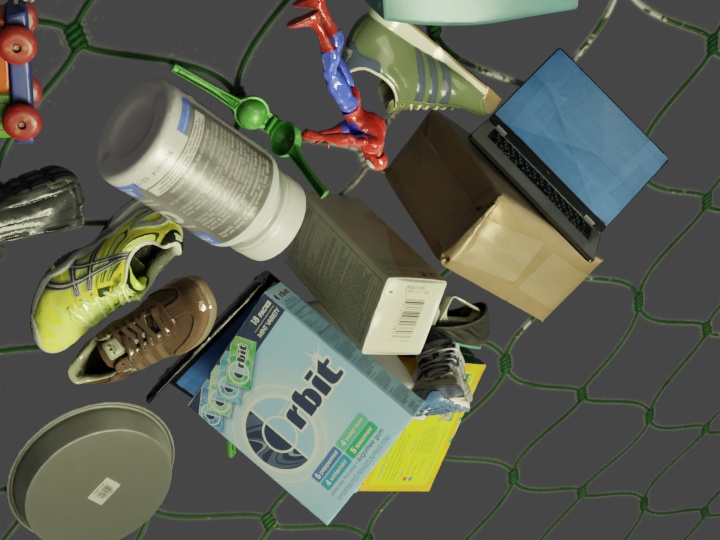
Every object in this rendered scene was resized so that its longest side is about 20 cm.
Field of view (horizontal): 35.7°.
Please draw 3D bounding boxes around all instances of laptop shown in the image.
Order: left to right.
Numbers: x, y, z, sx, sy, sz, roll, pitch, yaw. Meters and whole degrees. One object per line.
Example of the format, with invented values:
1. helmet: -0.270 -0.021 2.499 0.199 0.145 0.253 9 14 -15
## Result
1. laptop: -0.134 0.097 1.262 0.103 0.200 0.177 44 92 -5
2. laptop: 0.238 -0.135 1.250 0.187 0.200 0.116 45 111 0

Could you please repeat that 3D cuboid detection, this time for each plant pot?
1. plant pot: 0.095 -0.326 1.106 0.199 0.141 0.142 -16 127 -14

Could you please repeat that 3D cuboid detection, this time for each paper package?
1. paper package: 0.148 -0.062 1.271 0.199 0.191 0.104 27 113 -39

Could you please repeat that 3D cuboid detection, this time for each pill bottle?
1. pill bottle: -0.153 -0.094 1.118 0.114 0.114 0.200 -50 131 7

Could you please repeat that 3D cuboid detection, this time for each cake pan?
1. cake pan: -0.306 0.244 1.299 0.199 0.037 0.202 -16 127 -23

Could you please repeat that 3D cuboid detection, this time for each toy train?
1. toy train: -0.336 -0.208 0.960 0.115 0.085 0.201 -3 122 -14

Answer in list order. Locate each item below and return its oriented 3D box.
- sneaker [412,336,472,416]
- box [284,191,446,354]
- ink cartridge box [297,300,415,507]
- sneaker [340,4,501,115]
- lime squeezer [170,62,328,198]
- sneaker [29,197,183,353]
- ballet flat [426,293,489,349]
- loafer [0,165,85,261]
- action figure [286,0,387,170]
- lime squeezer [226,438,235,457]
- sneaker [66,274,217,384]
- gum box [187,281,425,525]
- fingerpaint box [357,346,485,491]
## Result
1. sneaker: 0.087 0.122 1.300 0.076 0.200 0.086 -7 89 6
2. box: 0.000 0.000 1.216 0.077 0.200 0.096 4 118 -33
3. ink cartridge box: -0.037 0.152 1.300 0.084 0.146 0.201 -10 140 -36
4. sneaker: 0.058 -0.206 1.209 0.200 0.067 0.090 31 102 -35
5. lime squeezer: -0.103 -0.142 1.124 0.038 0.200 0.071 -52 175 37
6. sneaker: -0.262 0.011 1.145 0.200 0.076 0.075 -48 134 6
7. ballet flat: 0.089 0.059 1.408 0.199 0.068 0.069 2 109 -44
8. loafer: -0.357 -0.038 1.060 0.199 0.068 0.071 -21 120 -23
9. action figure: -0.039 -0.175 1.149 0.098 0.066 0.201 -16 126 22
10. lime squeezer: -0.127 0.173 1.305 0.070 0.200 0.038 35 57 -20
11. sneaker: -0.225 0.073 1.149 0.200 0.071 0.075 -34 179 38
12. gum box: -0.060 0.141 1.181 0.170 0.200 0.045 -53 172 24
13. fingerpaint box: 0.045 0.183 1.450 0.166 0.073 0.201 7 113 -35
